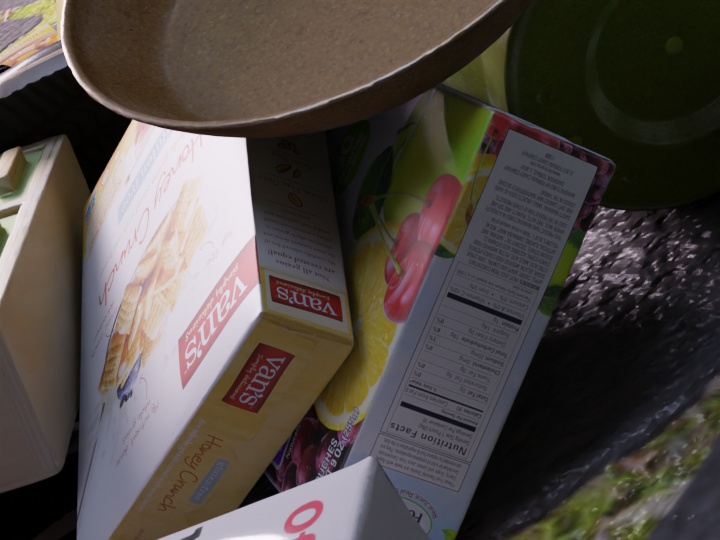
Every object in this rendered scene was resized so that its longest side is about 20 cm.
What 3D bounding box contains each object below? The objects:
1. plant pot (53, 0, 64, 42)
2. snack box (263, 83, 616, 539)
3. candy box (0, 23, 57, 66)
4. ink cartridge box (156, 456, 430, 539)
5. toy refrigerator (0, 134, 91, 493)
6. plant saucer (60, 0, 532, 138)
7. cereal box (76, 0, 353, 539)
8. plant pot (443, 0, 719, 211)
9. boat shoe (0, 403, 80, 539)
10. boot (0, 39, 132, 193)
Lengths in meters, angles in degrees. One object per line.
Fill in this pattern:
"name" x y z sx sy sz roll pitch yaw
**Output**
"plant pot" -0.076 -0.140 0.982 0.200 0.201 0.190 -21 41 25
"snack box" 0.000 0.000 0.670 0.143 0.053 0.200 -66 23 6
"candy box" -0.263 -0.079 1.248 0.199 0.055 0.115 -36 23 -8
"ink cartridge box" -0.070 0.149 0.500 0.199 0.086 0.148 -25 24 21
"toy refrigerator" -0.151 0.014 0.748 0.075 0.070 0.200 -18 21 7
"plant saucer" -0.006 -0.109 0.645 0.199 0.036 0.201 -17 44 16
"cereal box" -0.059 0.000 0.683 0.144 0.039 0.201 -55 27 33
"plant pot" 0.088 -0.124 0.746 0.199 0.201 0.193 -31 34 3
"boat shoe" -0.164 0.105 0.728 0.199 0.073 0.063 -30 20 -9
"boot" -0.173 -0.090 0.888 0.199 0.077 0.139 -30 49 21
